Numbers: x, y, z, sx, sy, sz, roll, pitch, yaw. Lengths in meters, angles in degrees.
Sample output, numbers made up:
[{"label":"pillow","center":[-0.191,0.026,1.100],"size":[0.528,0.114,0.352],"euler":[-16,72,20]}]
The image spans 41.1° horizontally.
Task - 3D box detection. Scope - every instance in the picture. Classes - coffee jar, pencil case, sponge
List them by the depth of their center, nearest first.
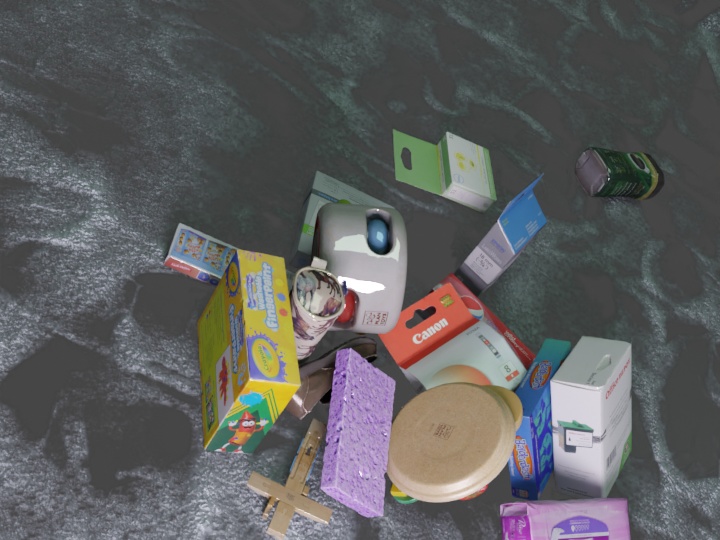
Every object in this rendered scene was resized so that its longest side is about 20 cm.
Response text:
[{"label":"sponge","center":[-0.001,0.216,1.290],"size":[0.111,0.029,0.203],"euler":[41,44,-40]},{"label":"pencil case","center":[-0.082,0.069,1.312],"size":[0.077,0.200,0.091],"euler":[23,55,-8]},{"label":"coffee jar","center":[0.568,-0.209,2.093],"size":[0.197,0.086,0.105],"euler":[0,50,-33]}]

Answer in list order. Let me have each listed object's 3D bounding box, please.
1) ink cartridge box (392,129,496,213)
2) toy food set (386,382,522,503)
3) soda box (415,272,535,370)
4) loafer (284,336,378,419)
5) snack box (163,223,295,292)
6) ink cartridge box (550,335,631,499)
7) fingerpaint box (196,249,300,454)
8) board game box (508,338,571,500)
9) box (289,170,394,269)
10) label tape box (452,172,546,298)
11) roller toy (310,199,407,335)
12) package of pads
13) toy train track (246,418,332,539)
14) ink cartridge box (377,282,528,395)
[{"label":"ink cartridge box","center":[0.160,-0.203,1.837],"size":[0.197,0.048,0.147],"euler":[20,44,-22]},{"label":"toy food set","center":[0.120,0.234,1.323],"size":[0.049,0.195,0.202],"euler":[63,34,-40]},{"label":"soda box","center":[0.188,0.103,1.560],"size":[0.200,0.064,0.070],"euler":[44,41,9]},{"label":"loafer","center":[-0.043,0.156,1.358],"size":[0.198,0.073,0.072],"euler":[-24,80,-42]},{"label":"snack box","center":[-0.189,-0.001,1.425],"size":[0.197,0.024,0.073],"euler":[24,43,-14]},{"label":"ink cartridge box","center":[0.353,0.222,1.458],"size":[0.083,0.203,0.146],"euler":[8,28,31]},{"label":"fingerpaint box","center":[-0.149,0.106,1.247],"size":[0.072,0.168,0.202],"euler":[10,46,-25]},{"label":"board game box","center":[0.274,0.222,1.452],"size":[0.044,0.154,0.200],"euler":[5,31,28]},{"label":"box","center":[-0.027,-0.059,1.579],"size":[0.154,0.041,0.202],"euler":[24,44,-13]},{"label":"label tape box","center":[0.253,-0.055,1.646],"size":[0.063,0.201,0.144],"euler":[43,41,9]},{"label":"roller toy","center":[0.000,0.000,1.404],"size":[0.137,0.204,0.182],"euler":[4,3,-7]},{"label":"package of pads","center":[0.292,0.383,1.344],"size":[0.197,0.075,0.123],"euler":[5,74,-30]},{"label":"toy train track","center":[-0.083,0.272,1.246],"size":[0.113,0.033,0.201],"euler":[26,36,-1]},{"label":"ink cartridge box","center":[0.142,0.126,1.467],"size":[0.161,0.050,0.202],"euler":[-29,78,-24]}]
